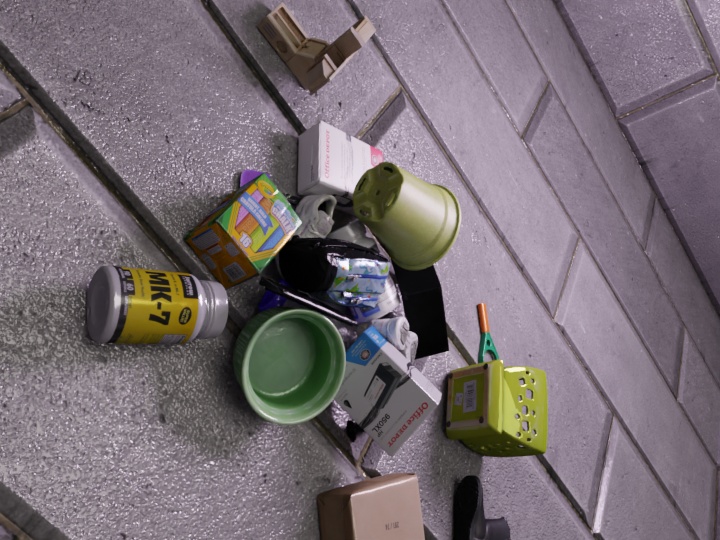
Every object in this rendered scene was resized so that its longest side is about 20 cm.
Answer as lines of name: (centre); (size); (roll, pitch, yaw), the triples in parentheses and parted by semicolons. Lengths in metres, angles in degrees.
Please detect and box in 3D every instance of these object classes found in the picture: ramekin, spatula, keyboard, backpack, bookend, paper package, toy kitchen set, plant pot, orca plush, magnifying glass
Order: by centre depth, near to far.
ramekin: (-0.133, 0.162, 1.069); (0.196, 0.097, 0.206); (-4, 98, -29)
keyboard: (-0.103, 0.055, 1.080); (0.198, 0.126, 0.021); (29, 89, -41)
backpack: (-0.036, 0.003, 1.143); (0.197, 0.161, 0.158); (-13, 107, -40)
paper package: (0.028, 0.510, 1.153); (0.197, 0.102, 0.196); (5, 73, -44)
spatula: (-0.164, -0.159, 1.239); (0.198, 0.020, 0.058); (18, 65, -45)
plant pot: (0.084, -0.129, 1.257); (0.183, 0.197, 0.205); (30, 57, -45)
orca plush: (0.042, 0.273, 1.267); (0.198, 0.070, 0.107); (-29, 97, -46)
toy kitchen set: (-0.112, -0.498, 1.277); (0.181, 0.198, 0.165); (48, 48, -21)
bookend: (0.133, 0.058, 1.392); (0.202, 0.090, 0.202); (-102, 179, -50)
plant pot: (0.319, 0.329, 1.441); (0.179, 0.197, 0.205); (24, 61, -30)
magnifying glass: (0.345, 0.192, 1.633); (0.078, 0.022, 0.206); (7, 73, -43)

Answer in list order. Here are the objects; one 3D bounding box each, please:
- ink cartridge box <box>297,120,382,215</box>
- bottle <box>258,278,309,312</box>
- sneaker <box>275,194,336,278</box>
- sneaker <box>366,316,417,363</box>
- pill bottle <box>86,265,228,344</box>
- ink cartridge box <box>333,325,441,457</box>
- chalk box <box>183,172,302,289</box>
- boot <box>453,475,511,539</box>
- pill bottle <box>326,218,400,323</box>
ink cartridge box: (-0.043, -0.222, 1.337); (0.197, 0.083, 0.149); (16, 66, -42)
bottle: (-0.110, 0.108, 1.175); (0.200, 0.065, 0.085); (46, 50, -24)
sneaker: (-0.110, -0.075, 1.206); (0.075, 0.098, 0.204); (38, 61, -35)
sneaker: (0.065, 0.154, 1.288); (0.201, 0.097, 0.079); (66, 38, -52)
pill bottle: (-0.320, 0.058, 0.950); (0.197, 0.113, 0.117); (7, 72, -43)
ink cartridge box: (0.041, 0.234, 1.167); (0.200, 0.145, 0.084); (42, 10, 8)
chalk box: (-0.203, -0.087, 1.108); (0.125, 0.123, 0.201); (51, 46, -19)
boot: (0.294, 0.598, 1.409); (0.160, 0.073, 0.203); (22, 69, -35)
pill bottle: (0.000, 0.000, 1.285); (0.113, 0.112, 0.204); (-30, 98, -45)
